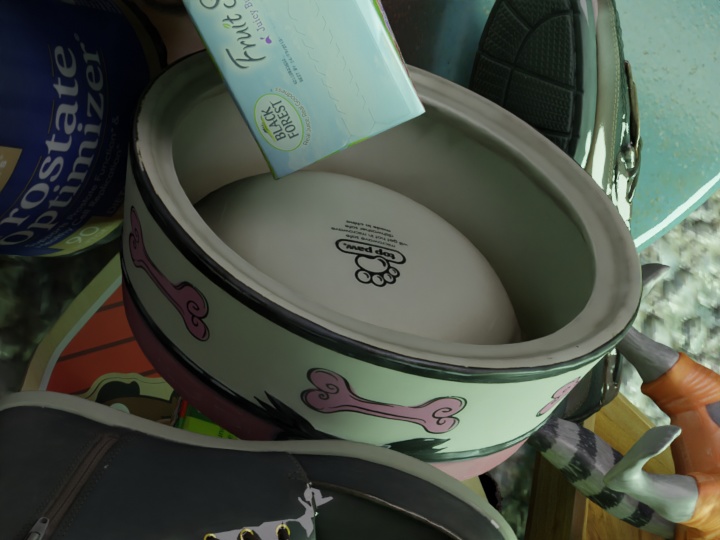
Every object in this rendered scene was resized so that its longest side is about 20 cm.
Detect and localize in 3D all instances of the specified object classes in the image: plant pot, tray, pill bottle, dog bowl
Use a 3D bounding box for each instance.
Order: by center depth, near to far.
[{"bbox_3d":[-0.161,-0.064,1.054,0.200,0.111,0.113,3,62,-62],"label":"pill bottle"},{"bbox_3d":[0.000,0.000,1.075,0.199,0.074,0.201,16,33,-11],"label":"dog bowl"},{"bbox_3d":[0.116,0.127,1.238,0.099,0.037,0.200,43,22,-12],"label":"tray"},{"bbox_3d":[0.075,-0.103,1.285,0.195,0.196,0.201,32,66,-24],"label":"plant pot"}]

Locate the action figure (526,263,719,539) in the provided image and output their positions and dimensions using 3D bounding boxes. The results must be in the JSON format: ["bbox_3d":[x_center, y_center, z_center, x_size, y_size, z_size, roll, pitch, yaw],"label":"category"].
[{"bbox_3d":[0.144,0.093,1.183,0.194,0.104,0.200,56,8,-29],"label":"action figure"}]

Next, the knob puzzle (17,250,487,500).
[{"bbox_3d":[-0.049,0.075,1.121,0.218,0.030,0.221,7,70,-19],"label":"knob puzzle"}]

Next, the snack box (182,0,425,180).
[{"bbox_3d":[-0.054,-0.160,1.052,0.201,0.067,0.169,-111,175,-50],"label":"snack box"}]

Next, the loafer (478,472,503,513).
[{"bbox_3d":[0.008,0.035,1.217,0.073,0.071,0.201,-22,82,-47],"label":"loafer"}]

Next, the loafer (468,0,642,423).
[{"bbox_3d":[0.083,-0.031,1.176,0.063,0.072,0.202,-10,114,-37],"label":"loafer"}]

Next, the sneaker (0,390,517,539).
[{"bbox_3d":[-0.046,0.107,0.973,0.198,0.075,0.106,10,26,0],"label":"sneaker"}]

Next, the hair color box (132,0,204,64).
[{"bbox_3d":[-0.052,-0.136,1.211,0.101,0.061,0.201,15,69,-2],"label":"hair color box"}]

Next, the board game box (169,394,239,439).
[{"bbox_3d":[-0.041,0.142,1.051,0.101,0.048,0.201,18,67,-6],"label":"board game box"}]
